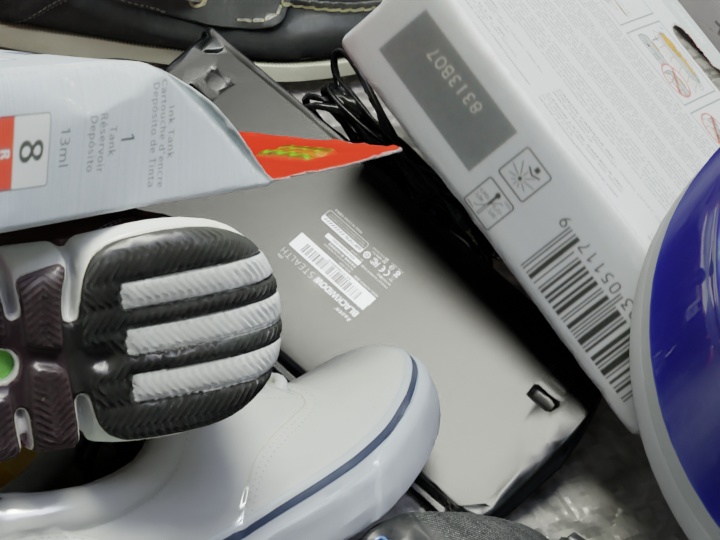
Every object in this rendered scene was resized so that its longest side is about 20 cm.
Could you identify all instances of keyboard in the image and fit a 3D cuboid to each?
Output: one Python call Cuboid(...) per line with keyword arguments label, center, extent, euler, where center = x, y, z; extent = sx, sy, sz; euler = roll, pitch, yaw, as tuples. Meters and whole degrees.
Cuboid(label="keyboard", center=(0.000, 0.000, 0.930), extent=(0.104, 0.040, 0.200), euler=(-41, 70, -19))

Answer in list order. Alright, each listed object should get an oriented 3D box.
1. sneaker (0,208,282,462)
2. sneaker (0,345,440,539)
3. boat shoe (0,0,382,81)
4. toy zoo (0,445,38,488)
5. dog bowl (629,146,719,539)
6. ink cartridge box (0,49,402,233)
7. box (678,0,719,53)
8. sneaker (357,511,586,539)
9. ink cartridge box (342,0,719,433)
Cuboid(label="sneaker", center=(-0.129, 0.018, 0.747), extent=(0.200, 0.076, 0.116), euler=(-5, 13, -17))
Cuboid(label="sneaker", center=(-0.044, 0.054, 0.793), extent=(0.200, 0.073, 0.071), euler=(-34, 109, -51))
Cuboid(label="boat shoe", center=(-0.051, -0.114, 0.990), extent=(0.200, 0.068, 0.072), euler=(3, 44, -22))
Cuboid(label="toy zoo", center=(-0.149, 0.076, 0.750), extent=(0.131, 0.020, 0.200), euler=(42, 40, -18))
Cuboid(label="dog bowl", center=(0.187, 0.024, 0.826), extent=(0.200, 0.079, 0.200), euler=(6, 64, -13))
Cuboid(label="ink cartridge box", center=(-0.106, -0.049, 0.778), extent=(0.162, 0.050, 0.200), euler=(7, 15, 34))
Cuboid(label="box", center=(0.183, -0.174, 1.125), extent=(0.176, 0.097, 0.200), euler=(-16, 56, -37))
Cuboid(label="sneaker", center=(0.006, 0.131, 0.769), extent=(0.200, 0.073, 0.112), euler=(-17, 52, -45))
Cuboid(label="ink cartridge box", center=(0.092, -0.040, 0.957), extent=(0.163, 0.057, 0.200), euler=(53, 21, 6))
